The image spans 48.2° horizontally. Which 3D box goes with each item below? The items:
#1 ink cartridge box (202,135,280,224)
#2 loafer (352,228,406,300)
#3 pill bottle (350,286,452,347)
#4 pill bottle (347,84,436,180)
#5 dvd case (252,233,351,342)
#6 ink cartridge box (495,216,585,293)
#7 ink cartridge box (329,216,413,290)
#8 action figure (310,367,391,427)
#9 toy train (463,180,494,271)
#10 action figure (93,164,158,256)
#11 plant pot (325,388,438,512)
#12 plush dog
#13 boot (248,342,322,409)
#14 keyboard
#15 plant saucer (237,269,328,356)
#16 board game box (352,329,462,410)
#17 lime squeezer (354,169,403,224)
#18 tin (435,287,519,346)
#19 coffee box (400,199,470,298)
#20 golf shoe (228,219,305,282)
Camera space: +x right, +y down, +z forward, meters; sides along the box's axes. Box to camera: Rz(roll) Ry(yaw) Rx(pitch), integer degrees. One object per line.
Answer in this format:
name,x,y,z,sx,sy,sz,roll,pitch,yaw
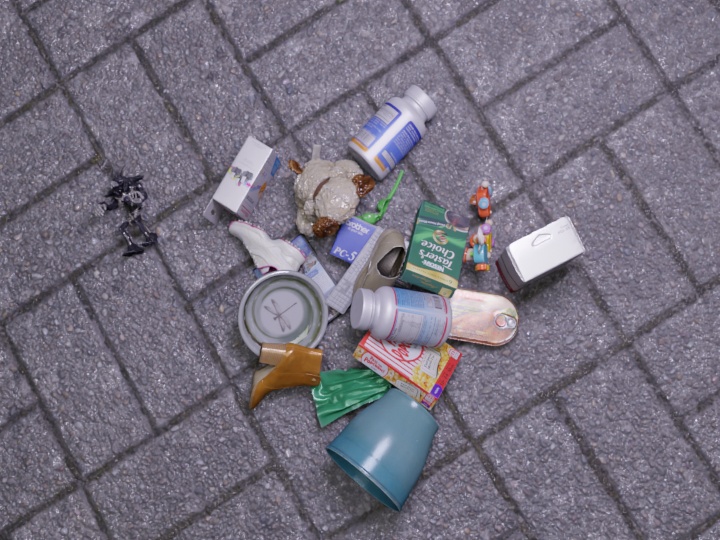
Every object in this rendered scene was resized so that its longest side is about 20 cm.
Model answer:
ink cartridge box,-0.260,-0.183,1.780,0.067,0.115,0.203,30,86,7
loafer,0.041,0.012,1.705,0.074,0.068,0.204,14,104,-22
pill bottle,0.083,0.093,1.665,0.196,0.108,0.111,10,83,-18
pill bottle,0.074,-0.309,1.779,0.112,0.112,0.200,44,87,7
dvd case,-0.130,0.039,1.795,0.142,0.018,0.202,-36,82,-2
ink cartridge box,0.370,-0.029,1.683,0.144,0.200,0.084,-27,82,0
ink cartridge box,0.040,-0.041,1.765,0.197,0.044,0.096,24,98,2
action figure,-0.006,0.253,1.744,0.196,0.055,0.121,-17,81,3
toy train,0.248,-0.089,1.716,0.054,0.202,0.153,-2,126,18
action figure,-0.523,-0.142,1.799,0.117,0.102,0.204,-23,84,12
plant pot,0.058,0.358,1.668,0.199,0.201,0.189,38,72,7
plush dog,-0.067,-0.164,1.719,0.201,0.160,0.171,-50,46,-4
boot,-0.158,0.236,1.719,0.141,0.204,0.072,12,39,-11
keyboard,0.000,0.000,1.729,0.056,0.011,0.202,31,97,-38
plant saucer,-0.168,0.094,1.736,0.195,0.050,0.205,-3,103,-13
board game box,0.101,0.180,1.707,0.198,0.047,0.152,33,43,6
lime squeezer,0.031,-0.144,1.806,0.198,0.038,0.071,-34,51,0
tin,0.247,0.100,1.757,0.195,0.042,0.115,10,88,5
coffee box,0.163,-0.048,1.720,0.121,0.044,0.203,22,53,-5
golf shoe,-0.219,-0.043,1.770,0.197,0.075,0.093,26,82,20
